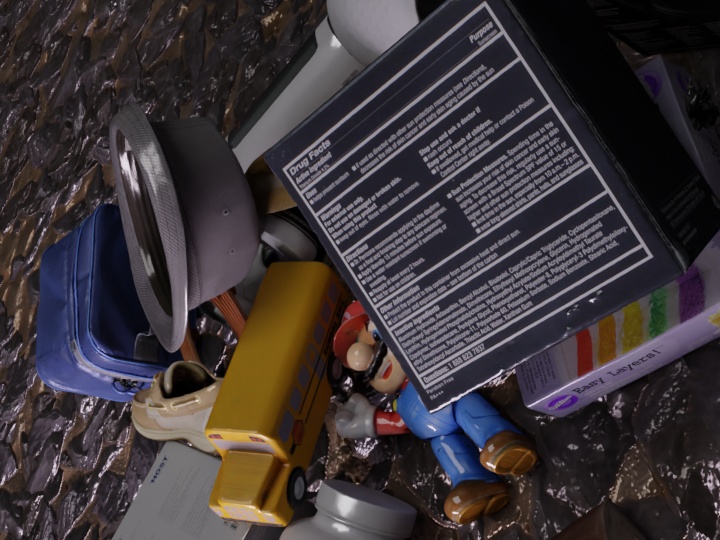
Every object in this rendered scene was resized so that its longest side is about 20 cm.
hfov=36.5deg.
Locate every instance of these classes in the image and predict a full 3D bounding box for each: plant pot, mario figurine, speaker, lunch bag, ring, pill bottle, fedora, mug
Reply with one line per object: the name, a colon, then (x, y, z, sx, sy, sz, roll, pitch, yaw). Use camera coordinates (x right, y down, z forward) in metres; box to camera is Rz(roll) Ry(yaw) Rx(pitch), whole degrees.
plant pot: (-0.020, -0.107, 0.929, 0.199, 0.028, 0.200, -22, 19, 8)
mario figurine: (0.036, 0.094, 0.823, 0.123, 0.106, 0.200, -38, 50, -3)
speaker: (-0.061, -0.148, 1.054, 0.200, 0.081, 0.081, -45, 46, 28)
lunch bag: (-0.252, 0.039, 1.146, 0.132, 0.135, 0.201, -32, 55, 40)
ring: (-0.123, 0.077, 1.002, 0.200, 0.019, 0.201, 41, 142, 41)
pill bottle: (-0.023, 0.266, 0.819, 0.112, 0.112, 0.201, 14, 86, 50)
fedora: (-0.136, -0.043, 0.878, 0.177, 0.090, 0.201, -138, 37, -56)
mug: (0.064, -0.251, 0.907, 0.175, 0.147, 0.201, 16, 81, 57)

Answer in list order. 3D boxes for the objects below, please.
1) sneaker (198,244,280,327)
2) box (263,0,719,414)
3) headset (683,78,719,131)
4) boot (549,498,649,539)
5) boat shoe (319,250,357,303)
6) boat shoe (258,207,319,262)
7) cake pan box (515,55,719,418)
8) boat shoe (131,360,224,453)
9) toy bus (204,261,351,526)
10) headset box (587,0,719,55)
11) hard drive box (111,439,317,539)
sneaker: (-0.121, 0.013, 1.078, 0.200, 0.075, 0.087, 25, 75, 49)
box: (0.083, -0.054, 0.681, 0.200, 0.123, 0.199, -34, 89, 35)
headset: (0.293, -0.127, 0.646, 0.199, 0.094, 0.124, -17, 78, 19)
boot: (0.123, 0.266, 0.702, 0.200, 0.064, 0.187, -34, 54, 30)
boat shoe: (0.000, 0.000, 0.945, 0.064, 0.071, 0.200, 40, 116, 8)
boat shoe: (-0.062, -0.050, 0.969, 0.064, 0.071, 0.200, -55, 9, 1)
cake pan box: (0.174, -0.024, 0.763, 0.184, 0.052, 0.201, -32, 54, 34)
boat shoe: (-0.157, 0.116, 1.003, 0.199, 0.073, 0.070, -1, 106, 52)
toy bus: (-0.065, 0.095, 0.858, 0.065, 0.078, 0.201, 1, 53, 25)
headset box: (0.194, -0.214, 0.699, 0.148, 0.199, 0.078, 4, 78, 50)
hard drive box: (-0.134, 0.244, 0.936, 0.200, 0.077, 0.156, 6, 64, 55)
